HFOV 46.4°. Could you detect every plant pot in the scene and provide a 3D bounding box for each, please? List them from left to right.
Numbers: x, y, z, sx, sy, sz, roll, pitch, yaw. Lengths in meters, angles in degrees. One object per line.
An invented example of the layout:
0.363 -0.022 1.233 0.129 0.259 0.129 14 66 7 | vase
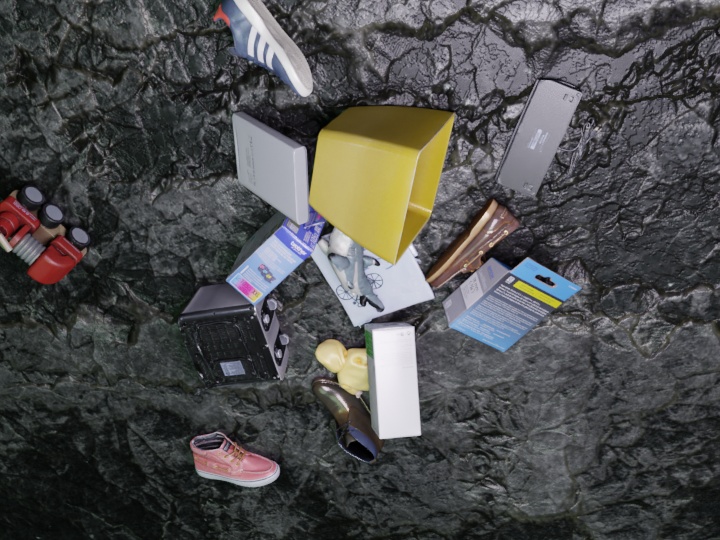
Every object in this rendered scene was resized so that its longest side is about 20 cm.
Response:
0.026 -0.161 1.370 0.175 0.200 0.201 19 124 13 | plant pot

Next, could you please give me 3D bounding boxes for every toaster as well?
-0.249 0.129 1.637 0.198 0.119 0.182 -9 118 16 | toaster

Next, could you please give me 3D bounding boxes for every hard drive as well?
-0.152 -0.175 1.411 0.200 0.027 0.133 35 136 44 | hard drive

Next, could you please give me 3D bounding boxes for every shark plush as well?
0.000 0.000 1.518 0.083 0.091 0.201 -31 108 -5 | shark plush

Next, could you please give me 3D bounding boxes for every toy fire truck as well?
-0.614 -0.049 1.557 0.128 0.201 0.176 -37 108 28 | toy fire truck

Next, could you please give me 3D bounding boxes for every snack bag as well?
0.025 0.000 1.561 0.187 0.021 0.201 -21 114 23 | snack bag

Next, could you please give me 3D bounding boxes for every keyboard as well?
0.311 -0.208 1.376 0.126 0.021 0.201 23 124 4 | keyboard

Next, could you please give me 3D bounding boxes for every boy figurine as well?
0.002 0.200 1.662 0.198 0.065 0.125 22 123 -1 | boy figurine

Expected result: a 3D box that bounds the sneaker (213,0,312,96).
-0.159 -0.354 1.356 0.084 0.075 0.201 -32 100 25 | sneaker

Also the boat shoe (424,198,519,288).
0.195 -0.033 1.475 0.070 0.071 0.200 36 121 -10 | boat shoe

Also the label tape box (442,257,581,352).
0.265 0.044 1.486 0.143 0.064 0.200 25 126 -30 | label tape box

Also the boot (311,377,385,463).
-0.025 0.304 1.710 0.200 0.097 0.075 39 121 -13 | boot

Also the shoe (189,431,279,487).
-0.278 0.413 1.843 0.198 0.072 0.092 3 127 15 | shoe

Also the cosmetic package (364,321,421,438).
0.060 0.202 1.570 0.084 0.108 0.202 -3 91 -8 | cosmetic package

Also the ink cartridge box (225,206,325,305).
-0.139 -0.050 1.495 0.076 0.137 0.200 39 121 -15 | ink cartridge box
